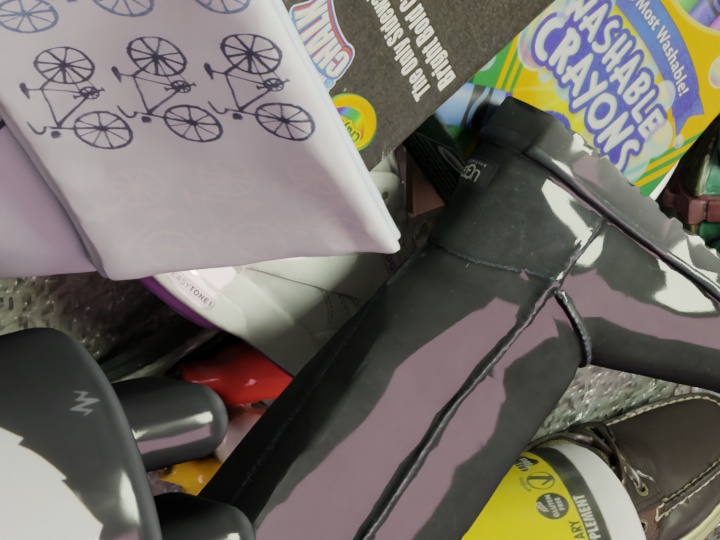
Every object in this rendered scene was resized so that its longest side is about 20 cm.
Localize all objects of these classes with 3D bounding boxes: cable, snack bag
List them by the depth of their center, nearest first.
[{"bbox_3d":[-0.107,-0.050,0.894,0.189,0.200,0.021,61,29,-52],"label":"snack bag"},{"bbox_3d":[-0.083,0.053,1.101,0.200,0.050,0.097,-4,122,-47],"label":"cable"}]

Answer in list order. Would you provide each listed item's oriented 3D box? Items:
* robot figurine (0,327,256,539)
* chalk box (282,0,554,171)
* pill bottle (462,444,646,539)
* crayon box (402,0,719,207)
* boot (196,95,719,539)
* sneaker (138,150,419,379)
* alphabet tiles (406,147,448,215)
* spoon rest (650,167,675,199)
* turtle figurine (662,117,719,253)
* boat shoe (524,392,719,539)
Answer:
[{"bbox_3d":[-0.137,0.089,0.948,0.200,0.150,0.125,-14,147,-21],"label":"robot figurine"},{"bbox_3d":[-0.029,-0.114,0.953,0.200,0.124,0.125,-42,144,-10],"label":"chalk box"},{"bbox_3d":[0.012,0.144,1.200,0.200,0.113,0.113,-12,132,-17],"label":"pill bottle"},{"bbox_3d":[0.097,-0.106,1.102,0.200,0.052,0.126,-50,135,-13],"label":"crayon box"},{"bbox_3d":[0.051,0.064,1.056,0.165,0.066,0.200,37,84,-23],"label":"boot"},{"bbox_3d":[0.000,0.000,1.083,0.200,0.075,0.100,35,97,-35],"label":"sneaker"},{"bbox_3d":[0.081,-0.135,1.115,0.167,0.008,0.200,-20,122,-34],"label":"alphabet tiles"},{"bbox_3d":[0.065,-0.017,1.190,0.200,0.061,0.099,-44,141,-8],"label":"spoon rest"},{"bbox_3d":[0.181,-0.030,1.267,0.150,0.100,0.200,-59,150,-58],"label":"turtle figurine"},{"bbox_3d":[0.097,0.105,1.322,0.200,0.073,0.065,-30,144,-26],"label":"boat shoe"}]
